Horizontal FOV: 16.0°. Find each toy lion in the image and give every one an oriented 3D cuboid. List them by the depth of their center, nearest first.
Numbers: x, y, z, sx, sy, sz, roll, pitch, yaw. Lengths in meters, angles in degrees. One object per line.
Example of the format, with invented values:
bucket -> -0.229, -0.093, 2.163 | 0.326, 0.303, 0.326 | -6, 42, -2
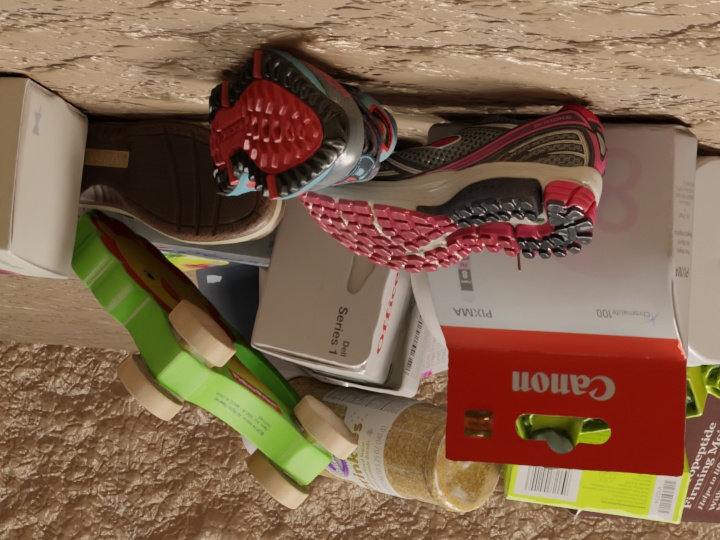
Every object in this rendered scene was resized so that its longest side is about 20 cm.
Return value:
toy lion -> -0.111, 0.045, 1.686 | 0.200, 0.069, 0.192 | 39, -171, -36

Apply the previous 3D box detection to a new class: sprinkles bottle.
sprinkles bottle -> 0.005, 0.114, 1.731 | 0.068, 0.069, 0.199 | 11, 178, -43

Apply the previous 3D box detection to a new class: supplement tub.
supplement tub -> 0.142, -0.006, 1.607 | 0.199, 0.133, 0.132 | 2, 173, 40

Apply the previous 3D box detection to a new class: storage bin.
storage bin -> -0.038, 0.016, 2.069 | 0.134, 0.147, 0.200 | -21, -177, -19

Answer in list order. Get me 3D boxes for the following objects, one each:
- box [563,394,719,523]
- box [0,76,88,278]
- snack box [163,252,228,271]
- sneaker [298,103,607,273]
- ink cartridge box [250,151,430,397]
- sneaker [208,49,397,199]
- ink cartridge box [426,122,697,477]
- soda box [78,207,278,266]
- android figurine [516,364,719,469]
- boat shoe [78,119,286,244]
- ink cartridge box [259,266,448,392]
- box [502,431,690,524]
box -> 0.209, 0.084, 1.973 | 0.199, 0.167, 0.164 | 7, -158, -43
box -> -0.285, -0.061, 1.595 | 0.198, 0.110, 0.128 | 5, 174, 12
snack box -> -0.198, -0.032, 2.054 | 0.141, 0.053, 0.200 | 9, 173, -20
sneaker -> 0.054, -0.048, 1.474 | 0.199, 0.075, 0.081 | -2, 149, 32
ink cartridge box -> 0.000, 0.000, 1.716 | 0.084, 0.147, 0.200 | 12, 175, 12
sneaker -> -0.022, -0.083, 1.405 | 0.095, 0.080, 0.200 | -6, -176, -16
ink cartridge box -> 0.114, 0.015, 1.499 | 0.161, 0.202, 0.057 | 2, 175, 29
soda box -> -0.110, -0.043, 1.822 | 0.199, 0.064, 0.068 | 8, 175, -22
android figurine -> 0.169, 0.060, 1.655 | 0.181, 0.041, 0.200 | -12, -156, 20
boat shoe -> -0.125, -0.062, 1.655 | 0.201, 0.075, 0.075 | 16, -177, 29
ink cartridge box -> 0.002, 0.033, 1.903 | 0.199, 0.068, 0.115 | -18, -147, -32
box -> 0.156, 0.096, 1.749 | 0.121, 0.048, 0.200 | 8, -155, -2
